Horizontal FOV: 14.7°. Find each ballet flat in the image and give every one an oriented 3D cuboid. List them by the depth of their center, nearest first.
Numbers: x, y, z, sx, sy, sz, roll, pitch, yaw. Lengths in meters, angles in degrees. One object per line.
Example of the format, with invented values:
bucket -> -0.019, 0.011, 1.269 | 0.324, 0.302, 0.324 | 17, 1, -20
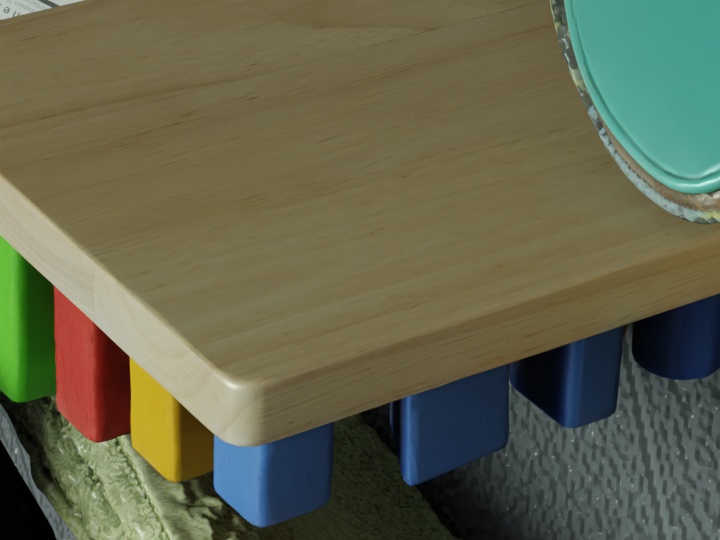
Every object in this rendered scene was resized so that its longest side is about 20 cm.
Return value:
ballet flat -> 0.081, -0.088, 0.736 | 0.074, 0.074, 0.201 | -51, 44, 41

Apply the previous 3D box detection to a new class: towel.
towel -> -0.022, 0.078, 0.819 | 0.037, 0.148, 0.200 | -58, 43, 16

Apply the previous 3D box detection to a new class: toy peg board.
toy peg board -> 0.000, 0.000, 0.757 | 0.199, 0.199, 0.098 | 38, 136, 46

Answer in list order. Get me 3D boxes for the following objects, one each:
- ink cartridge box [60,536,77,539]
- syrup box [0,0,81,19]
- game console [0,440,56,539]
ink cartridge box -> -0.045, 0.163, 0.912 | 0.199, 0.050, 0.110 | 15, 110, 50
syrup box -> -0.107, -0.117, 0.927 | 0.200, 0.081, 0.079 | -56, 28, 19
game console -> -0.134, 0.120, 0.821 | 0.116, 0.176, 0.201 | -15, 114, 33
